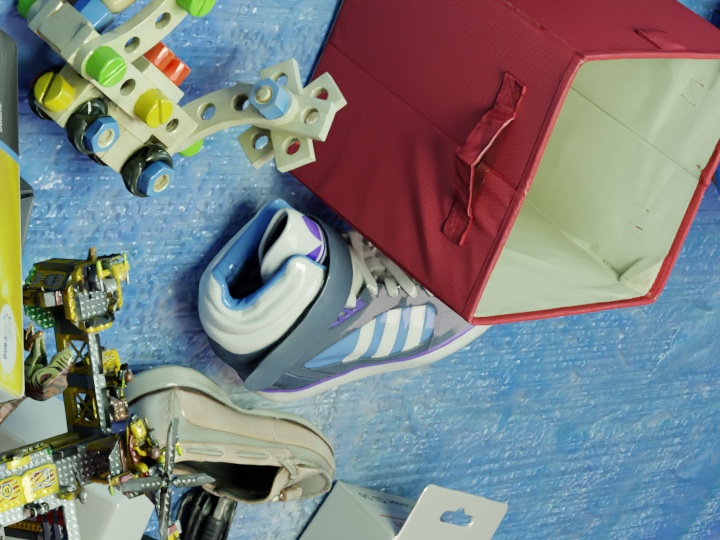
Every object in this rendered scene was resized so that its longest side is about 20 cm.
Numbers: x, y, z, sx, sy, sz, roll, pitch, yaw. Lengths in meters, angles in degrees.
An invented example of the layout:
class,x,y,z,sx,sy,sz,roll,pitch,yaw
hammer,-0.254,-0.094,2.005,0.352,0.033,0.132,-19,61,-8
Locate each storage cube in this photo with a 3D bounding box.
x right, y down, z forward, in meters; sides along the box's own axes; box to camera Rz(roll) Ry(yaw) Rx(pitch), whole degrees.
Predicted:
class,x,y,z,sx,sy,sz,roll,pitch,yaw
storage cube,0.090,-0.093,1.466,0.199,0.180,0.172,-5,125,-45

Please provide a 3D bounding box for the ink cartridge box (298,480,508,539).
class,x,y,z,sx,sy,sz,roll,pitch,yaw
ink cartridge box,0.003,0.218,1.754,0.201,0.067,0.116,-56,146,10

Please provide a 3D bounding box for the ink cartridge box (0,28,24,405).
class,x,y,z,sx,sy,sz,roll,pitch,yaw
ink cartridge box,-0.220,-0.062,1.147,0.047,0.199,0.200,-13,153,19

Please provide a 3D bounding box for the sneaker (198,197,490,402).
class,x,y,z,sx,sy,sz,roll,pitch,yaw
sneaker,0.000,0.000,1.500,0.199,0.081,0.147,-24,150,0

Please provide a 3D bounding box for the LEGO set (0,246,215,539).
class,x,y,z,sx,sy,sz,roll,pitch,yaw
LEGO set,-0.161,0.070,1.253,0.199,0.115,0.155,-6,96,-46

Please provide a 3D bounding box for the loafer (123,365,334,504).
class,x,y,z,sx,sy,sz,roll,pitch,yaw
loafer,-0.079,0.118,1.555,0.072,0.063,0.200,-26,149,22

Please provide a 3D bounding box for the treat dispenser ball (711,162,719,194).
class,x,y,z,sx,sy,sz,roll,pitch,yaw
treat dispenser ball,0.323,-0.108,1.698,0.200,0.201,0.202,-29,141,-28

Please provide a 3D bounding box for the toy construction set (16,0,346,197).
class,x,y,z,sx,sy,sz,roll,pitch,yaw
toy construction set,-0.101,-0.109,1.321,0.131,0.092,0.200,-50,135,-1

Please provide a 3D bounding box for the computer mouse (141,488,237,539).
class,x,y,z,sx,sy,sz,roll,pitch,yaw
computer mouse,-0.158,0.203,1.569,0.199,0.053,0.139,-2,124,-48

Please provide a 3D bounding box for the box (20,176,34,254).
class,x,y,z,sx,sy,sz,roll,pitch,yaw
box,-0.259,0.043,1.306,0.157,0.051,0.201,-14,132,-42

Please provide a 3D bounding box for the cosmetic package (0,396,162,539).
class,x,y,z,sx,sy,sz,roll,pitch,yaw
cosmetic package,-0.198,0.179,1.446,0.201,0.101,0.071,-65,166,21
